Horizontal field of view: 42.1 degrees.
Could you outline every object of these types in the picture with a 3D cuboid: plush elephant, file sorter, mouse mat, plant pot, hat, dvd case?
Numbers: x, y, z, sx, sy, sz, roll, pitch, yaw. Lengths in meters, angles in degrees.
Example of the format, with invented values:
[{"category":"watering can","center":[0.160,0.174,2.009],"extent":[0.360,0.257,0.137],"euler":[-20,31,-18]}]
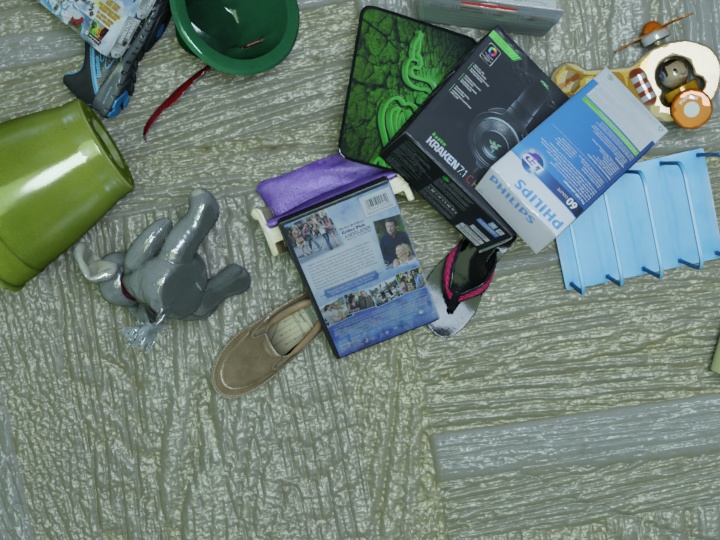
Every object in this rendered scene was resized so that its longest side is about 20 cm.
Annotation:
[{"category":"plush elephant","center":[-0.262,0.003,1.176],"extent":[0.154,0.165,0.200],"euler":[20,61,37]},{"category":"file sorter","center":[0.338,-0.058,1.124],"extent":[0.199,0.123,0.140],"euler":[-12,95,6]},{"category":"mouse mat","center":[0.061,-0.211,1.132],"extent":[0.160,0.008,0.201],"euler":[13,78,-16]},{"category":"plant pot","center":[-0.391,-0.108,1.150],"extent":[0.192,0.200,0.201],"euler":[-30,93,-1]},{"category":"hat","center":[-0.201,-0.297,1.192],"extent":[0.200,0.176,0.166],"euler":[-31,97,-33]},{"category":"dvd case","center":[0.000,0.000,1.143],"extent":[0.142,0.018,0.201],"euler":[-21,114,2]}]

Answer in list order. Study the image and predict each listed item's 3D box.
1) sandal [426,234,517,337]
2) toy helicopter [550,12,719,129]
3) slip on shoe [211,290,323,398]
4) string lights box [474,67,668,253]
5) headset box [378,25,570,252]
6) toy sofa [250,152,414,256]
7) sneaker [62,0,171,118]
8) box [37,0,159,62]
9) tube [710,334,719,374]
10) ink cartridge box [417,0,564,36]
[{"category":"sandal","center":[0.139,-0.006,1.184],"extent":[0.075,0.045,0.201],"euler":[31,98,0]},{"category":"toy helicopter","center":[0.331,-0.240,1.131],"extent":[0.199,0.079,0.133],"euler":[2,103,17]},{"category":"slip on shoe","center":[-0.114,0.096,1.207],"extent":[0.199,0.061,0.076],"euler":[-34,93,7]},{"category":"string lights box","center":[0.234,-0.123,1.033],"extent":[0.200,0.059,0.103],"euler":[-40,84,-21]},{"category":"headset box","center":[0.154,-0.157,1.101],"extent":[0.174,0.093,0.200],"euler":[44,70,-8]},{"category":"toy sofa","center":[-0.036,-0.099,1.169],"extent":[0.199,0.083,0.098],"euler":[-22,95,6]},{"category":"sneaker","center":[-0.301,-0.294,1.172],"extent":[0.082,0.073,0.201],"euler":[31,98,-1]},{"category":"box","center":[-0.328,-0.364,1.146],"extent":[0.200,0.040,0.137],"euler":[40,100,24]},{"category":"tube","center":[0.491,0.038,1.164],"extent":[0.058,0.052,0.201],"euler":[12,95,-39]},{"category":"ink cartridge box","center":[0.146,-0.311,1.071],"extent":[0.159,0.200,0.048],"euler":[9,96,3]}]
